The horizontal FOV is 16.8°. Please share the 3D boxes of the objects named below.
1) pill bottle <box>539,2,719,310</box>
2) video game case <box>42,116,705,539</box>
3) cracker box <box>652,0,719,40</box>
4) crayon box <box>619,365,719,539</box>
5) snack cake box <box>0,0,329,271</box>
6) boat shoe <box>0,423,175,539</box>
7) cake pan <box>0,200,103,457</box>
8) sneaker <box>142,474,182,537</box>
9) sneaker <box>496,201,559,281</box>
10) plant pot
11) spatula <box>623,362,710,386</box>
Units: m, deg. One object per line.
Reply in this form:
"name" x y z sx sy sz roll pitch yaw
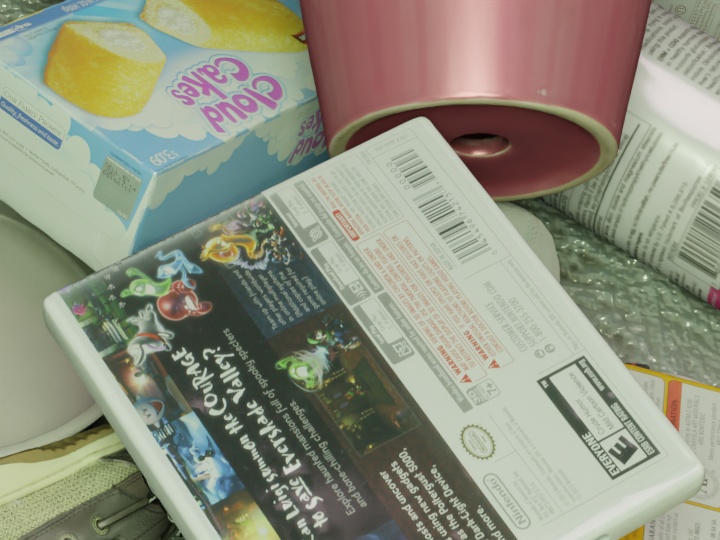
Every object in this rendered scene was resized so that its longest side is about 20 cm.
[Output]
"pill bottle" 0.136 -0.072 1.212 0.200 0.114 0.113 33 47 13
"video game case" 0.003 0.048 0.943 0.181 0.023 0.200 -26 61 -20
"cracker box" 0.238 -0.177 1.383 0.199 0.058 0.134 12 45 -6
"crayon box" 0.097 0.098 1.071 0.199 0.052 0.126 15 45 -3
"snack cake box" -0.086 -0.079 1.149 0.115 0.067 0.200 34 35 18
"boat shoe" -0.112 0.102 1.009 0.200 0.072 0.066 -16 80 -45
"cake pan" -0.192 0.018 1.081 0.199 0.037 0.201 9 45 -9
"sneaker" -0.047 0.103 0.979 0.089 0.078 0.201 4 68 -32
"sneaker" 0.000 0.000 1.142 0.199 0.076 0.088 -4 10 -35
"plant pot" 0.050 -0.135 1.083 0.199 0.200 0.180 5 71 -12
"spatula" 0.150 0.056 1.146 0.199 0.057 0.021 6 89 -2
